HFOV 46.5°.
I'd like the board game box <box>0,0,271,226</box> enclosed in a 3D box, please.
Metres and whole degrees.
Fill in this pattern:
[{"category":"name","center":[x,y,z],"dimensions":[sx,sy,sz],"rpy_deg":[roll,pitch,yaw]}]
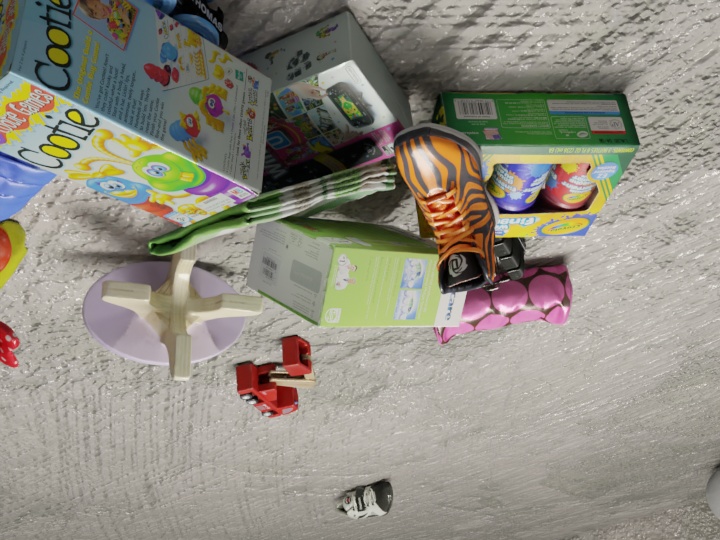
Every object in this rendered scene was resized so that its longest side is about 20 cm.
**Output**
[{"category":"board game box","center":[-0.175,-0.123,0.612],"dimensions":[0.102,0.106,0.199],"rpy_deg":[-16,151,40]}]

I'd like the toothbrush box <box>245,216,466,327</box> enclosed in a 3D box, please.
[{"category":"toothbrush box","center":[0.000,0.000,0.905],"dimensions":[0.198,0.087,0.145],"rpy_deg":[1,-165,-40]}]

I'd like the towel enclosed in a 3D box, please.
[{"category":"towel","center":[-0.075,-0.053,0.763],"dimensions":[0.148,0.031,0.199],"rpy_deg":[-17,-176,43]}]

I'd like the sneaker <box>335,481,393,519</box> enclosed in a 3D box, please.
[{"category":"sneaker","center":[0.006,0.563,2.028],"dimensions":[0.088,0.075,0.200],"rpy_deg":[9,146,-29]}]

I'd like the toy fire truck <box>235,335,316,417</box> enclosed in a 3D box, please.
[{"category":"toy fire truck","center":[-0.125,0.178,1.361],"dimensions":[0.139,0.049,0.200],"rpy_deg":[-14,149,12]}]

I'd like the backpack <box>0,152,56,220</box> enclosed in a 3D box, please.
[{"category":"backpack","center":[-0.325,-0.136,0.665],"dimensions":[0.167,0.164,0.199],"rpy_deg":[-28,143,27]}]

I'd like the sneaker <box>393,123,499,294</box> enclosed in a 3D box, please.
[{"category":"sneaker","center":[0.092,-0.048,0.804],"dimensions":[0.077,0.113,0.200],"rpy_deg":[-14,145,25]}]

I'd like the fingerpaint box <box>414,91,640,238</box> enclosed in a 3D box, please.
[{"category":"fingerpaint box","center":[0.169,-0.107,0.896],"dimensions":[0.197,0.074,0.167],"rpy_deg":[-1,150,-8]}]

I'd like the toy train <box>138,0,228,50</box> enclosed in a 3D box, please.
[{"category":"toy train","center":[-0.185,-0.219,0.630],"dimensions":[0.113,0.088,0.200],"rpy_deg":[-13,150,24]}]

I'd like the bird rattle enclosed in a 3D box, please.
[{"category":"bird rattle","center":[-0.406,0.001,0.872],"dimensions":[0.111,0.201,0.164],"rpy_deg":[4,124,-23]}]

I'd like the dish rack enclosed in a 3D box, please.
[{"category":"dish rack","center":[0.104,-0.014,1.070],"dimensions":[0.198,0.055,0.153],"rpy_deg":[-16,147,20]}]

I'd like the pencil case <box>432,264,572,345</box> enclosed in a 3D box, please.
[{"category":"pencil case","center":[0.195,0.050,1.165],"dimensions":[0.197,0.091,0.095],"rpy_deg":[-9,120,5]}]

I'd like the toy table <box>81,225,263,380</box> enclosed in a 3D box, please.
[{"category":"toy table","center":[-0.223,0.044,1.000],"dimensions":[0.198,0.186,0.117],"rpy_deg":[-6,169,-25]}]

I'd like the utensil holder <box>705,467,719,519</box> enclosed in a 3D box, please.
[{"category":"utensil holder","center":[0.970,0.543,2.083],"dimensions":[0.168,0.172,0.201],"rpy_deg":[-7,152,1]}]

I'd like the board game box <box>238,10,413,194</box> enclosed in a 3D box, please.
[{"category":"board game box","center":[-0.066,-0.144,0.801],"dimensions":[0.198,0.065,0.147],"rpy_deg":[-17,149,21]}]
